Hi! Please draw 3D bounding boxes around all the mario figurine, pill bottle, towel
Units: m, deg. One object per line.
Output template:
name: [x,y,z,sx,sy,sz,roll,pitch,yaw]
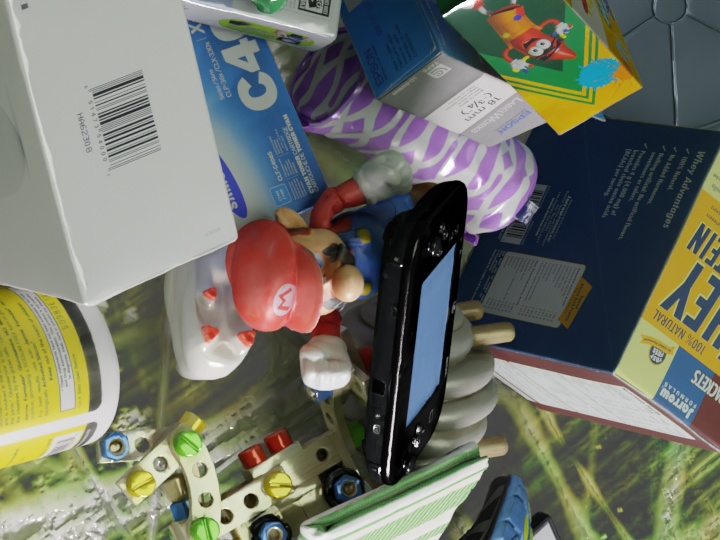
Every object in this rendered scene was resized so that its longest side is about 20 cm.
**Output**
mario figurine: [0.000,0.000,1.606,0.200,0.106,0.124,-18,76,-51]
pill bottle: [-0.260,0.075,1.533,0.200,0.112,0.113,-13,105,-36]
towel: [0.003,0.191,1.717,0.152,0.200,0.023,-24,71,-24]

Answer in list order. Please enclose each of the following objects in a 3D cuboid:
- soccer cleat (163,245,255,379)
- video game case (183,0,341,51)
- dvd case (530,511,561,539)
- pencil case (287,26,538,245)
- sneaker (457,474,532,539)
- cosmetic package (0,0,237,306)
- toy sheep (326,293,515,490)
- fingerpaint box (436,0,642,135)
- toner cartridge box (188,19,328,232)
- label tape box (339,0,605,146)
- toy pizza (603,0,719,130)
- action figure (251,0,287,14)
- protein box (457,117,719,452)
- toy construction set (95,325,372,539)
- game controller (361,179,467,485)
soccer cleat: [-0.103,-0.023,1.676,0.069,0.078,0.200,13,69,-26]
video game case: [-0.092,-0.260,1.601,0.181,0.045,0.200,13,78,-21]
dvd case: [0.133,0.309,1.937,0.143,0.018,0.200,-39,118,-26]
pencil case: [0.038,-0.096,1.764,0.200,0.084,0.086,33,100,-35]
sneaker: [0.070,0.225,1.839,0.200,0.083,0.071,-57,144,-35]
cosmetic package: [-0.196,-0.101,1.499,0.123,0.200,0.200,-25,112,-35]
toy sheep: [0.038,0.079,1.756,0.138,0.138,0.200,-11,109,-36]
fingerpaint box: [0.097,-0.216,1.655,0.073,0.200,0.167,-30,142,18]
toner cartridge box: [-0.102,-0.120,1.628,0.095,0.043,0.200,-23,91,-32]
label tape box: [0.069,-0.165,1.728,0.200,0.063,0.144,18,42,-49]
toy pizza: [0.234,-0.199,1.864,0.200,0.032,0.201,0,93,6]
action figure: [-0.114,-0.238,1.538,0.200,0.055,0.118,48,65,-14]
protein box: [0.199,0.004,1.824,0.135,0.200,0.199,35,76,-36]
toy construction set: [-0.068,0.123,1.674,0.200,0.092,0.131,-29,93,-5]
game controller: [0.038,0.040,1.605,0.104,0.042,0.200,-37,141,-50]
